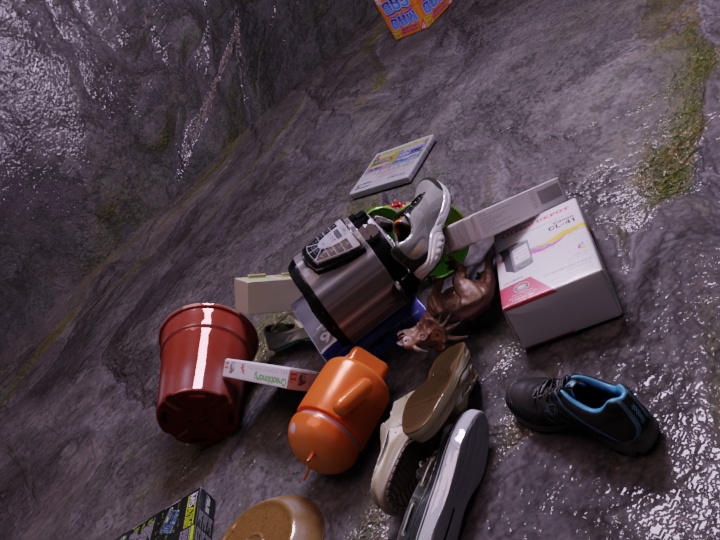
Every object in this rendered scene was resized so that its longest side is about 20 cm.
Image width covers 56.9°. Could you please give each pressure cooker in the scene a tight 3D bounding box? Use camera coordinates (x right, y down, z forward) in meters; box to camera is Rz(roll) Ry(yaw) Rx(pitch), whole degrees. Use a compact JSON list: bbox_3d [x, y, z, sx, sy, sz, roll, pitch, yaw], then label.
[{"bbox_3d":[0.001,0.001,1.090,0.199,0.177,0.179,-36,-2,0],"label":"pressure cooker"}]

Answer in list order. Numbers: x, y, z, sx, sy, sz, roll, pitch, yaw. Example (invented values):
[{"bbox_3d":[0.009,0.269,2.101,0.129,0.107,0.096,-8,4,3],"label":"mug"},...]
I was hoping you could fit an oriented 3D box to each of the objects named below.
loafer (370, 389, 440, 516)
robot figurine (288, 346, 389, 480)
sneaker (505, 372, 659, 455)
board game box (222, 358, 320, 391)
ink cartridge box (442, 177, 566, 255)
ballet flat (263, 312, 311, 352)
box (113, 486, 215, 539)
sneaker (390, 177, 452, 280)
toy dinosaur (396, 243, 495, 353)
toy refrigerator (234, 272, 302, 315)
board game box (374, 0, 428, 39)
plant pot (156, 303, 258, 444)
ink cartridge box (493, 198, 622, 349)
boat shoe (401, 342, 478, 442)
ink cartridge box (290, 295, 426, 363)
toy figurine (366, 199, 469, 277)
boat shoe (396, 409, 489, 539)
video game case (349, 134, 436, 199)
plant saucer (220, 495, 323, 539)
[{"bbox_3d":[0.056,0.239,0.880,0.068,0.076,0.201,-18,22,34],"label":"loafer"},{"bbox_3d":[-0.031,0.209,0.977,0.142,0.117,0.201,-7,39,44],"label":"robot figurine"},{"bbox_3d":[0.246,0.147,0.778,0.199,0.082,0.073,1,46,53],"label":"sneaker"},{"bbox_3d":[-0.132,0.182,1.137,0.198,0.125,0.035,-2,75,49],"label":"board game box"},{"bbox_3d":[0.209,-0.078,1.088,0.198,0.045,0.176,-24,-1,-28],"label":"ink cartridge box"},{"bbox_3d":[-0.112,0.109,1.287,0.198,0.065,0.067,-19,4,34],"label":"ballet flat"},{"bbox_3d":[-0.314,0.456,1.008,0.191,0.048,0.201,-30,26,8],"label":"box"},{"bbox_3d":[0.091,-0.081,1.031,0.074,0.079,0.202,-47,22,42],"label":"sneaker"},{"bbox_3d":[0.152,0.056,1.020,0.199,0.086,0.136,-39,25,15],"label":"toy dinosaur"},{"bbox_3d":[-0.144,0.040,1.316,0.197,0.071,0.076,-5,8,-29],"label":"toy refrigerator"},{"bbox_3d":[0.214,-1.108,2.713,0.198,0.201,0.201,1,44,51],"label":"board game box"},{"bbox_3d":[-0.295,0.203,1.249,0.199,0.201,0.197,-28,35,16],"label":"plant pot"},{"bbox_3d":[0.279,0.001,0.969,0.146,0.086,0.201,-25,29,21],"label":"ink cartridge box"},{"bbox_3d":[0.114,0.168,0.872,0.072,0.065,0.200,-30,7,30],"label":"boat shoe"},{"bbox_3d":[-0.007,0.069,1.188,0.197,0.047,0.200,-38,44,-3],"label":"ink cartridge box"},{"bbox_3d":[0.104,-0.090,1.263,0.196,0.153,0.184,12,21,1],"label":"toy figurine"},{"bbox_3d":[0.095,0.253,0.800,0.070,0.072,0.201,-4,43,41],"label":"boat shoe"},{"bbox_3d":[0.084,-0.267,1.715,0.198,0.022,0.183,-12,36,42],"label":"video game case"},{"bbox_3d":[-0.141,0.389,0.913,0.198,0.036,0.201,-28,27,16],"label":"plant saucer"}]
